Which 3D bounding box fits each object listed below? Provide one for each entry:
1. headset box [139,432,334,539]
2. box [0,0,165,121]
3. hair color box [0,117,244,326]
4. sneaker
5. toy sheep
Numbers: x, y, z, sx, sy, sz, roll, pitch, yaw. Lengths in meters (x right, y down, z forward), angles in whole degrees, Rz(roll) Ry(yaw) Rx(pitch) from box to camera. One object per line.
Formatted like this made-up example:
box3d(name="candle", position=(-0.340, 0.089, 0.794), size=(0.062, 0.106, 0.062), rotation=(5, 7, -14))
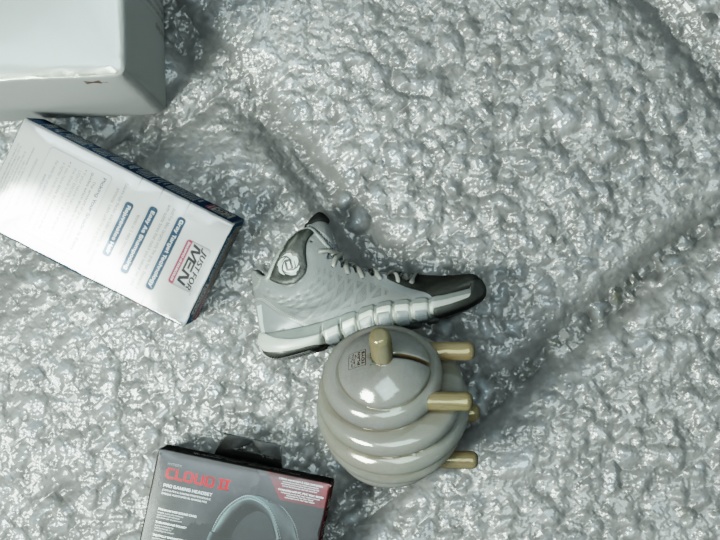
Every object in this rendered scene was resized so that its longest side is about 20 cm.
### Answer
box3d(name="headset box", position=(-0.109, 0.239, 1.440), size=(0.148, 0.077, 0.201), rotation=(12, 87, 2))
box3d(name="box", position=(-0.271, -0.221, 1.416), size=(0.199, 0.199, 0.172), rotation=(-3, 86, 2))
box3d(name="hair color box", position=(-0.211, -0.042, 1.465), size=(0.200, 0.061, 0.100), rotation=(27, 96, 3))
box3d(name="sneaker", position=(0.000, 0.000, 1.459), size=(0.199, 0.075, 0.116), rotation=(-14, 83, 1))
box3d(name="toy sheep", position=(0.029, 0.108, 1.400), size=(0.137, 0.200, 0.138), rotation=(-4, 48, 4))
